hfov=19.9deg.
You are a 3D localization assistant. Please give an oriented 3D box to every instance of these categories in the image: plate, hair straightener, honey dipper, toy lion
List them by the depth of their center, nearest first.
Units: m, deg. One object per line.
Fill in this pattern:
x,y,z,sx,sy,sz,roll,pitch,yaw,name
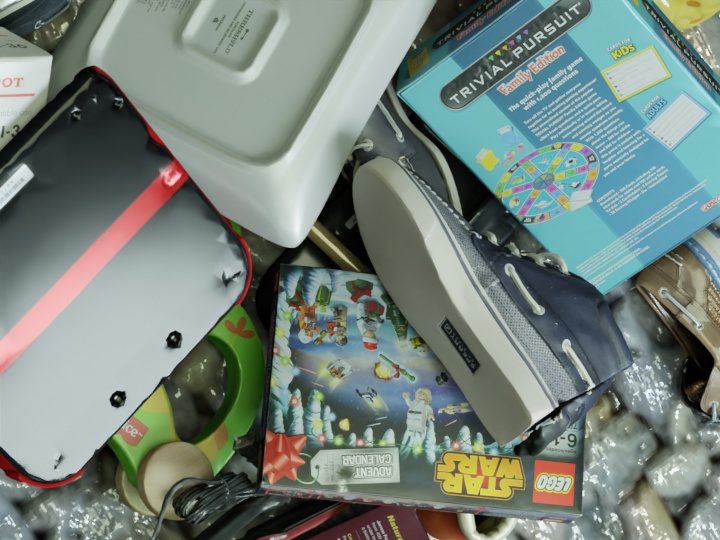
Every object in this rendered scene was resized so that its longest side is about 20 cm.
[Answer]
-0.078,-0.144,1.259,0.199,0.032,0.201,27,80,11,plate
-0.079,0.140,1.263,0.199,0.041,0.078,-19,101,-51,hair straightener
-0.138,0.027,1.284,0.200,0.069,0.192,41,72,-16,toy lion
0.000,0.000,1.304,0.200,0.038,0.038,42,79,-2,honey dipper

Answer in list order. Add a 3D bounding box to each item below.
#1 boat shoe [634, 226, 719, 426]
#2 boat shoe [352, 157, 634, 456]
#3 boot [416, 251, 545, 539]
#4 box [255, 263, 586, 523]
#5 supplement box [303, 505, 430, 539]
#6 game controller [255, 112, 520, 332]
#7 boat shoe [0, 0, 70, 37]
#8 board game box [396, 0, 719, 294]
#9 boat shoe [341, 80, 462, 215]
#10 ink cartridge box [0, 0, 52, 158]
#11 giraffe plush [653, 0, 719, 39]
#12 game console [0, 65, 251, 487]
0.254,0.071,1.411,0.072,0.072,0.201,-32,92,-10,boat shoe
0.080,0.008,1.234,0.092,0.075,0.201,-27,80,-30,boat shoe
0.094,0.085,1.336,0.074,0.107,0.202,20,85,-16,boot
0.040,0.076,1.259,0.198,0.040,0.138,6,75,-7,box
-0.038,0.234,1.303,0.199,0.061,0.110,-22,75,-16,supplement box
0.024,-0.016,1.348,0.104,0.042,0.200,43,79,0,game controller
-0.253,-0.146,1.226,0.199,0.062,0.075,-31,67,-17,boat shoe
0.144,-0.096,1.290,0.151,0.047,0.200,-35,114,24,board game box
-0.001,-0.078,1.288,0.062,0.072,0.201,-10,72,-47,boat shoe
-0.245,-0.074,1.163,0.116,0.067,0.202,-6,115,-39,ink cartridge box
0.197,-0.183,1.345,0.162,0.200,0.173,-37,109,17,giraffe plush
-0.170,0.009,1.191,0.200,0.031,0.177,-47,119,-14,game console
